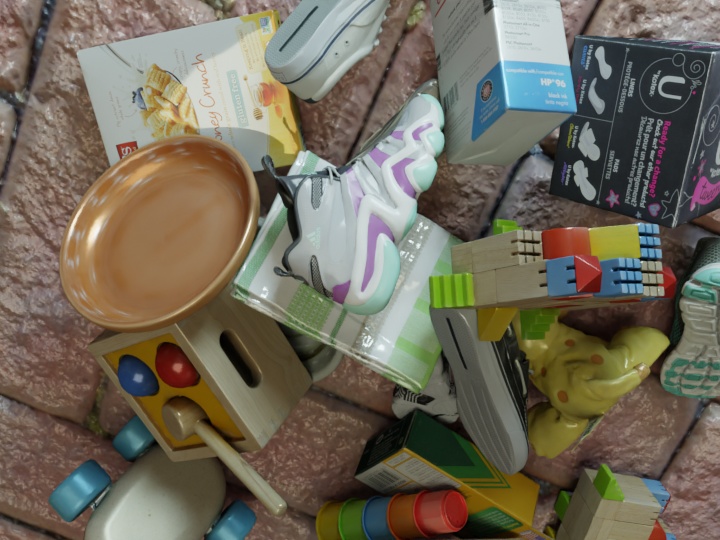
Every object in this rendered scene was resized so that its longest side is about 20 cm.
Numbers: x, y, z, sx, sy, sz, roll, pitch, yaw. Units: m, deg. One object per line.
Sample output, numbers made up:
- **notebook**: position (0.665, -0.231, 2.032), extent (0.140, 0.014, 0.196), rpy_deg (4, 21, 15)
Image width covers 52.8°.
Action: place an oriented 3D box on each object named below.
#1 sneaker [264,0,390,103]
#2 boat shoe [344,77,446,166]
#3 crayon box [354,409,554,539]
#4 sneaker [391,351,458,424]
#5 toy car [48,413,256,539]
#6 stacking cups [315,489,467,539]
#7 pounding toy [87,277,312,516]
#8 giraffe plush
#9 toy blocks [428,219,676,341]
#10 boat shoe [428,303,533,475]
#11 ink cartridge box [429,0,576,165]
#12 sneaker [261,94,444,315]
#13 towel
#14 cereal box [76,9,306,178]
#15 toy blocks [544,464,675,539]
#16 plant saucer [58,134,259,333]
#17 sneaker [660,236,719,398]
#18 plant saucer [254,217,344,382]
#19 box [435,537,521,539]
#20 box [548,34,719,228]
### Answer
- **sneaker**: position (-0.004, -0.243, 0.670), extent (0.200, 0.073, 0.071), rpy_deg (-45, 143, 4)
- **boat shoe**: position (0.030, -0.099, 0.709), extent (0.200, 0.073, 0.075), rpy_deg (-44, 98, 9)
- **crayon box**: position (0.107, 0.243, 0.810), extent (0.198, 0.052, 0.126), rpy_deg (33, 142, -9)
- **sneaker**: position (0.069, 0.083, 0.773), extent (0.073, 0.117, 0.201), rpy_deg (-1, 146, 14)
- **toy car**: position (-0.256, 0.299, 0.846), extent (0.184, 0.177, 0.200), rpy_deg (45, 135, 0)
- **stacking cups**: position (0.033, 0.271, 0.806), extent (0.198, 0.061, 0.061), rpy_deg (-29, 108, 41)
- **pounding toy**: position (-0.151, 0.122, 0.724), extent (0.182, 0.142, 0.202), rpy_deg (-18, 111, 40)
- **giraffe plush**: position (0.189, 0.080, 0.737), extent (0.162, 0.199, 0.173), rpy_deg (47, 111, 17)
- **toy blocks**: position (0.171, 0.000, 0.569), extent (0.197, 0.136, 0.102), rpy_deg (2, 81, -34)
- **boat shoe**: position (0.124, 0.093, 0.650), extent (0.070, 0.072, 0.203), rpy_deg (-33, 120, -26)
- **ink cartridge box**: position (0.113, -0.206, 0.617), extent (0.066, 0.116, 0.205), rpy_deg (-1, 78, -18)
- **sneaker**: position (-0.014, -0.078, 0.610), extent (0.138, 0.078, 0.204), rpy_deg (21, 74, -8)
- **towel**: position (0.000, 0.000, 0.652), extent (0.197, 0.031, 0.151), rpy_deg (28, 82, -3)
- **cereal box**: position (-0.162, -0.162, 0.714), extent (0.196, 0.040, 0.147), rpy_deg (-10, 109, 6)
- **toy blocks**: position (0.303, 0.318, 0.842), extent (0.134, 0.100, 0.204), rpy_deg (11, 109, -12)
- **plant saucer**: position (-0.179, -0.033, 0.660), extent (0.196, 0.203, 0.038), rpy_deg (-17, 146, 9)
- **sneaker**: position (0.358, 0.051, 0.750), extent (0.076, 0.092, 0.202), rpy_deg (9, 136, 17)
- **plant saucer**: position (-0.091, 0.023, 0.749), extent (0.197, 0.050, 0.203), rpy_deg (16, 129, 21)
- **box**: position (0.053, 0.311, 0.791), extent (0.196, 0.022, 0.163), rpy_deg (10, 151, -26)
- **box**: position (0.265, -0.123, 0.613), extent (0.114, 0.198, 0.135), rpy_deg (22, 116, 40)
